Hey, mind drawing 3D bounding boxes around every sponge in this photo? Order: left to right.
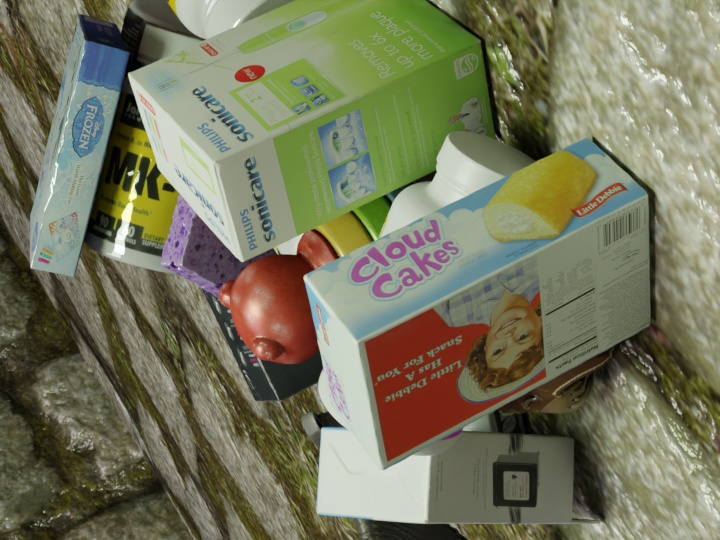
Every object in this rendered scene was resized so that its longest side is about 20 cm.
[{"bbox_3d":[-0.088,-0.020,1.508,0.030,0.112,0.200,2,160,37],"label":"sponge"}]

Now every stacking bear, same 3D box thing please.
[{"bbox_3d":[0.000,0.000,1.236,0.122,0.199,0.114,55,162,27],"label":"stacking bear"}]

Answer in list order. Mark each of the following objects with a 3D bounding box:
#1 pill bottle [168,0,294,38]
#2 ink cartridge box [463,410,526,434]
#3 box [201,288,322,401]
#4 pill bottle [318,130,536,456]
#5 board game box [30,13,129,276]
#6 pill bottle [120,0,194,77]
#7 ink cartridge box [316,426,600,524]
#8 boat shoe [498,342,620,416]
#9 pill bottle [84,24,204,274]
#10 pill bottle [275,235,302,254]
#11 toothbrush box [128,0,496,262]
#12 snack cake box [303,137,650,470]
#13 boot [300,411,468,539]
[{"bbox_3d":[-0.109,-0.250,1.320,0.200,0.114,0.114,55,162,26],"label":"pill bottle"},{"bbox_3d":[0.047,0.094,1.428,0.198,0.043,0.201,20,138,41],"label":"ink cartridge box"},{"bbox_3d":[-0.079,0.011,1.644,0.201,0.122,0.106,65,164,-2],"label":"box"},{"bbox_3d":[0.052,0.014,1.139,0.104,0.104,0.201,46,121,46],"label":"pill bottle"},{"bbox_3d":[-0.251,-0.116,1.536,0.200,0.043,0.200,-125,50,-72],"label":"board game box"},{"bbox_3d":[-0.190,-0.145,1.626,0.106,0.106,0.201,44,122,49],"label":"pill bottle"},{"bbox_3d":[0.078,0.153,1.293,0.116,0.200,0.067,-4,81,45],"label":"ink cartridge box"},{"bbox_3d":[0.127,0.059,1.189,0.074,0.076,0.200,34,160,-15],"label":"boat shoe"},{"bbox_3d":[-0.165,-0.106,1.515,0.114,0.114,0.201,30,107,62],"label":"pill bottle"},{"bbox_3d":[-0.054,-0.098,1.383,0.200,0.114,0.114,56,163,23],"label":"pill bottle"},{"bbox_3d":[-0.032,-0.110,1.169,0.146,0.199,0.086,46,157,48],"label":"toothbrush box"},{"bbox_3d":[0.074,0.019,1.034,0.067,0.199,0.115,50,159,40],"label":"snack cake box"},{"bbox_3d":[0.046,0.182,1.390,0.069,0.200,0.175,-32,66,30],"label":"boot"}]
